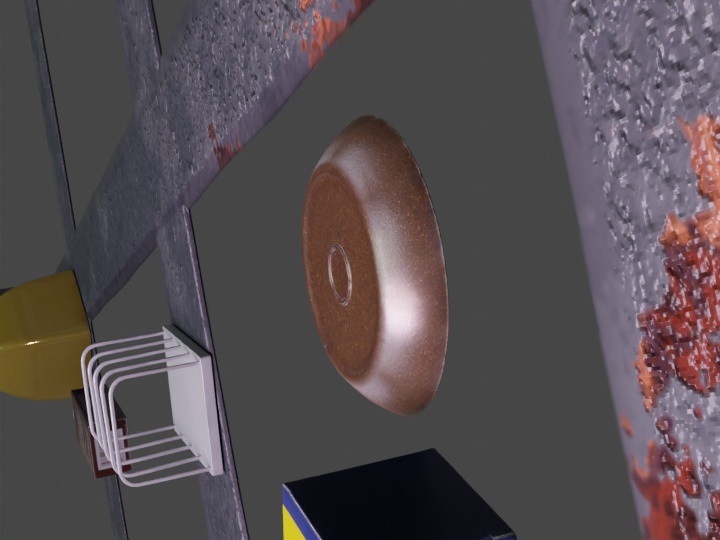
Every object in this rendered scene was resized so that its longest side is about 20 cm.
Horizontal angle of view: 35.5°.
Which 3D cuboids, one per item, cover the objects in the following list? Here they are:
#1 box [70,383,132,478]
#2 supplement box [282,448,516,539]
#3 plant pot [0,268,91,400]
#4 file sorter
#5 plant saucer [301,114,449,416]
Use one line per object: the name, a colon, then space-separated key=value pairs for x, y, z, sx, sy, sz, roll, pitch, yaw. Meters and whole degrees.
box: x=-0.465 y=0.285 z=2.016 sx=0.199 sy=0.074 sz=0.102 roll=-152 pitch=55 yaw=-62
supplement box: x=0.021 y=0.232 z=0.690 sx=0.109 sy=0.107 sz=0.204 roll=-141 pitch=46 yaw=-60
plant pot: x=-0.666 y=0.146 z=2.303 sx=0.198 sy=0.197 sz=0.195 roll=100 pitch=152 yaw=-41
file sorter: x=-0.254 y=0.162 z=1.351 sx=0.199 sy=0.122 sz=0.142 roll=-161 pitch=63 yaw=-66
plant saucer: x=0.000 y=0.000 z=0.754 sx=0.200 sy=0.036 sz=0.204 roll=170 pitch=90 yaw=-69
